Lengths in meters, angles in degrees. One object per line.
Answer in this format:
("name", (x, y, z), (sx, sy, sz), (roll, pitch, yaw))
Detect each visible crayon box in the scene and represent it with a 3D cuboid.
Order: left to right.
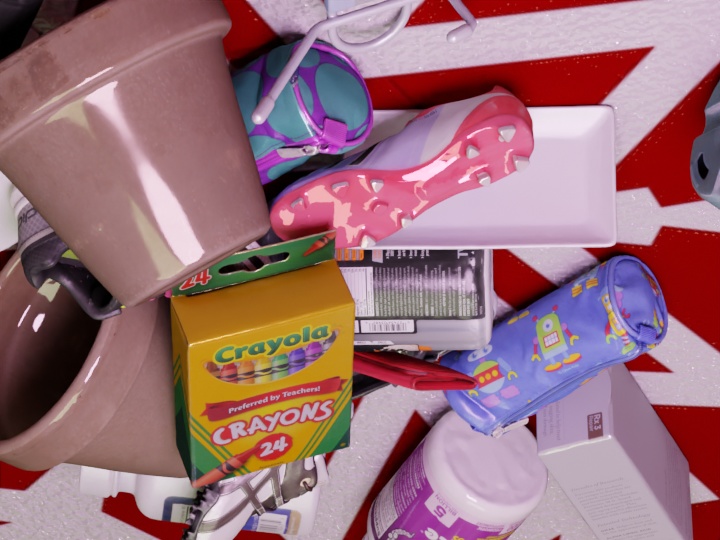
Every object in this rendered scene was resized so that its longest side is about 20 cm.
("crayon box", (-0.071, 0.065, 1.643), (0.126, 0.051, 0.201), (-14, 140, -13))

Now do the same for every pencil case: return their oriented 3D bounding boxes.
("pencil case", (-0.091, -0.091, 1.643), (0.199, 0.093, 0.085), (-26, 134, 32))
("pencil case", (0.152, 0.065, 1.820), (0.200, 0.087, 0.078), (-33, 150, 34))

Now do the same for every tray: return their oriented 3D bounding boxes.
("tray", (0.086, -0.065, 1.662), (0.199, 0.108, 0.022), (-1, 165, 5))

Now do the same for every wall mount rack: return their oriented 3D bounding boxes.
("wall mount rack", (-0.007, -0.187, 1.497), (0.173, 0.075, 0.201), (-21, 144, -15))

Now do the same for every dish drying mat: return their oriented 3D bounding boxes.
("dish drying mat", (-0.007, 0.063, 1.782), (0.199, 0.018, 0.077), (15, -172, 42))

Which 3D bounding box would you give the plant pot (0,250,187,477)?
("plant pot", (-0.184, 0.076, 1.770), (0.174, 0.201, 0.200), (27, 136, -35))

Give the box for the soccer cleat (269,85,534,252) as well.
("soccer cleat", (0.029, -0.073, 1.632), (0.199, 0.077, 0.067), (-22, 123, 6))

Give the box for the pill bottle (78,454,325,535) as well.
("pill bottle", (-0.133, 0.154, 1.925), (0.199, 0.120, 0.120), (7, 141, -5))

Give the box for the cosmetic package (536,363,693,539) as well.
("cosmetic package", (0.214, 0.159, 1.923), (0.074, 0.102, 0.200), (-17, 136, 22))

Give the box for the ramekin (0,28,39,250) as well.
("ramekin", (-0.309, -0.095, 1.648), (0.199, 0.098, 0.201), (2, 141, 2))

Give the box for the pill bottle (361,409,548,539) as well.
("pill bottle", (0.073, 0.212, 1.989), (0.112, 0.113, 0.200), (17, 139, -16))

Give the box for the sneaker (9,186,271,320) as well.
("sneaker", (-0.156, 0.000, 1.616), (0.199, 0.088, 0.074), (19, 140, -22))

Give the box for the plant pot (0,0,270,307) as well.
("plant pot", (-0.147, -0.077, 1.508), (0.200, 0.200, 0.175), (-29, 89, 34))

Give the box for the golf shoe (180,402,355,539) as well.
("golf shoe", (-0.076, 0.169, 1.831), (0.094, 0.078, 0.201), (28, 96, -5))

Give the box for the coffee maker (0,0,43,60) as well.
("coffee maker", (-0.231, -0.208, 1.460), (0.192, 0.135, 0.200), (31, 143, -10))

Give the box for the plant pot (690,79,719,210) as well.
("plant pot", (0.346, -0.073, 1.570), (0.195, 0.201, 0.200), (27, 136, -16))

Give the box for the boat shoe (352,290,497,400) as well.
("boat shoe", (0.022, 0.067, 1.849), (0.199, 0.067, 0.070), (-19, 136, 25))

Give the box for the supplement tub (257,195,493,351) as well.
("supplement tub", (0.000, 0.000, 1.725), (0.199, 0.123, 0.123), (0, 141, 5))
